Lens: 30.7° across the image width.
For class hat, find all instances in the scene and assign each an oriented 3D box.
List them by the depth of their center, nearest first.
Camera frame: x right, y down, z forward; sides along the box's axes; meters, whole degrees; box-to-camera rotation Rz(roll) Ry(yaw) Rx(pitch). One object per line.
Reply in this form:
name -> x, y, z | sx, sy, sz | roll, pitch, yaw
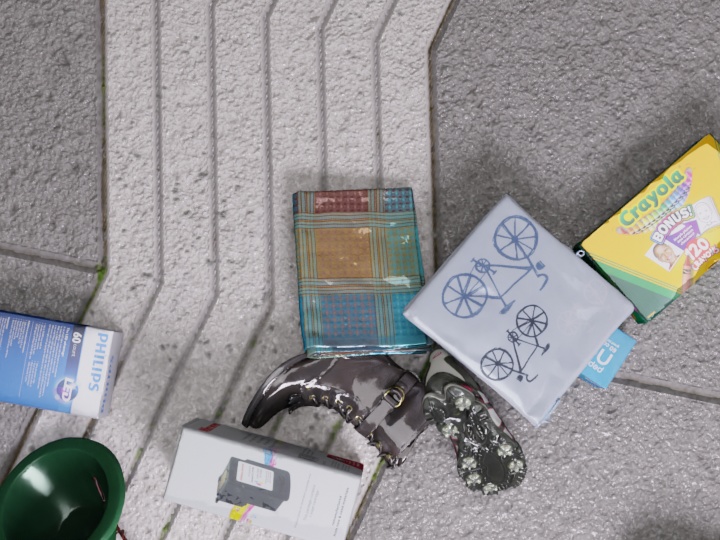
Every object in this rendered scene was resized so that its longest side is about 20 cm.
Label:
hat -> -0.305, 0.316, 1.501 | 0.166, 0.176, 0.200 | -28, 48, 0

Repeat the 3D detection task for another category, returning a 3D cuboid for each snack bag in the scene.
snack bag -> 0.178, 0.042, 1.441 | 0.200, 0.021, 0.189 | 40, 75, 6

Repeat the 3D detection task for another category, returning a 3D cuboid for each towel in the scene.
towel -> 0.000, 0.000, 1.487 | 0.147, 0.022, 0.200 | -3, 71, -8

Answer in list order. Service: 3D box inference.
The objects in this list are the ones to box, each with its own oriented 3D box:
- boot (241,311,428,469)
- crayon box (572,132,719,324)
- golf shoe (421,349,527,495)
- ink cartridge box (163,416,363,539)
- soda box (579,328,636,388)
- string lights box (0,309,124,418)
boot -> -0.015, 0.158, 1.483 | 0.200, 0.069, 0.174 | -42, 86, -5
crayon box -> 0.358, -0.047, 1.500 | 0.200, 0.058, 0.119 | -41, 86, -2
golf shoe -> 0.129, 0.170, 1.454 | 0.077, 0.088, 0.200 | -20, 129, 12
ink cartridge box -> -0.103, 0.231, 1.440 | 0.200, 0.146, 0.083 | 15, 88, 2
soda box -> 0.209, 0.052, 1.491 | 0.200, 0.064, 0.068 | 34, 87, 2
string lights box -> -0.382, 0.102, 1.497 | 0.200, 0.059, 0.103 | 10, 86, 1
